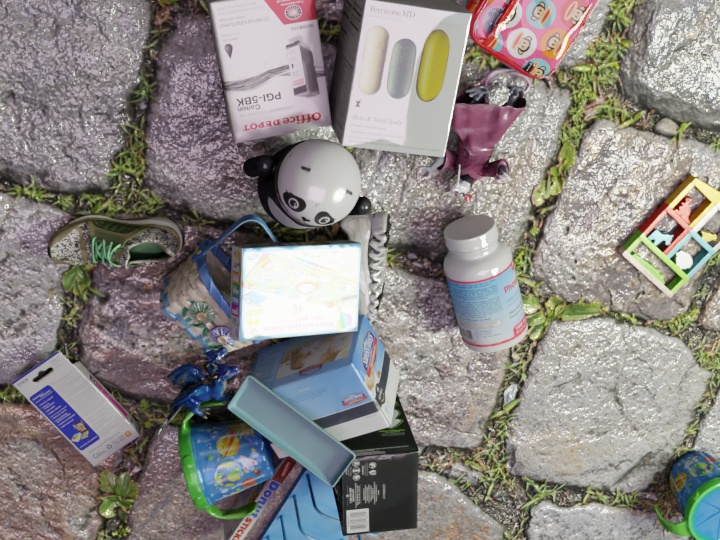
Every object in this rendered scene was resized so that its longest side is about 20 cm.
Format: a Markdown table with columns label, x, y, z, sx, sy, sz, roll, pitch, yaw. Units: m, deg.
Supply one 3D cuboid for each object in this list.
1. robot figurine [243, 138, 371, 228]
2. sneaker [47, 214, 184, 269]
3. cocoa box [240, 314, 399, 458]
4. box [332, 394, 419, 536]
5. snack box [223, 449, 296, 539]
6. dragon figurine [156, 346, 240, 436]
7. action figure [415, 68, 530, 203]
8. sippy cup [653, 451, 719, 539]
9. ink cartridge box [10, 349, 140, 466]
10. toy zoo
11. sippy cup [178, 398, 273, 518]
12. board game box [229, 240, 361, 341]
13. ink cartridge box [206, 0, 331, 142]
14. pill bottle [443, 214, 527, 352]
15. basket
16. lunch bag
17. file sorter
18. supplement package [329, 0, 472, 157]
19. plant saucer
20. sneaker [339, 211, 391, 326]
| label | x | y | z | sx | sy | sz | roll | pitch | yaw |
| --- | --- | --- | --- | --- | --- | --- | --- | --- | --- |
| robot figurine | -0.075 | -0.119 | 1.520 | 0.150 | 0.200 | 0.125 | -20 | 98 | -19 |
| sneaker | -0.356 | -0.034 | 1.568 | 0.199 | 0.089 | 0.077 | -6 | 115 | -8 |
| cocoa box | -0.060 | 0.179 | 1.667 | 0.199 | 0.134 | 0.132 | -19 | 117 | 21 |
| box | 0.015 | 0.302 | 1.728 | 0.124 | 0.200 | 0.149 | -4 | 114 | -8 |
| snack box | -0.168 | 0.367 | 1.793 | 0.024 | 0.072 | 0.200 | 29 | 106 | -19 |
| dragon figurine | -0.253 | 0.178 | 1.616 | 0.199 | 0.059 | 0.099 | -27 | 146 | 19 |
| action figure | 0.166 | -0.193 | 1.611 | 0.133 | 0.149 | 0.201 | 17 | 131 | 4 |
| sippy cup | 0.621 | 0.397 | 1.927 | 0.177 | 0.130 | 0.140 | 5 | 112 | -13 |
| ink cartridge box | -0.444 | 0.212 | 1.692 | 0.094 | 0.037 | 0.200 | -34 | 118 | 6 |
| toy zoo | 0.535 | -0.066 | 1.764 | 0.131 | 0.020 | 0.200 | 37 | 102 | -23 |
| sippy cup | -0.209 | 0.296 | 1.707 | 0.130 | 0.140 | 0.178 | -15 | 139 | -2 |
| board game box | -0.093 | 0.027 | 1.568 | 0.199 | 0.034 | 0.135 | -3 | 101 | -33 |
| ink cartridge box | -0.125 | -0.293 | 1.501 | 0.146 | 0.083 | 0.201 | -12 | 115 | -6 |
| pill bottle | 0.192 | 0.020 | 1.688 | 0.108 | 0.109 | 0.201 | -18 | 117 | -3 |
| basket | -0.183 | 0.029 | 1.601 | 0.200 | 0.139 | 0.176 | -36 | 118 | 9 |
| lunch bag | 0.240 | -0.393 | 1.533 | 0.176 | 0.082 | 0.201 | 28 | 105 | -17 |
| file sorter | -0.077 | 0.466 | 1.828 | 0.138 | 0.123 | 0.201 | 26 | 107 | -20 |
| supplement package | 0.049 | -0.282 | 1.501 | 0.151 | 0.151 | 0.201 | 5 | 112 | -12 |
| plant saucer | -0.102 | 0.237 | 1.603 | 0.200 | 0.019 | 0.070 | 36 | 112 | 3 |
| sneaker | 0.000 | 0.000 | 1.671 | 0.081 | 0.075 | 0.201 | 7 | 113 | 4 |
